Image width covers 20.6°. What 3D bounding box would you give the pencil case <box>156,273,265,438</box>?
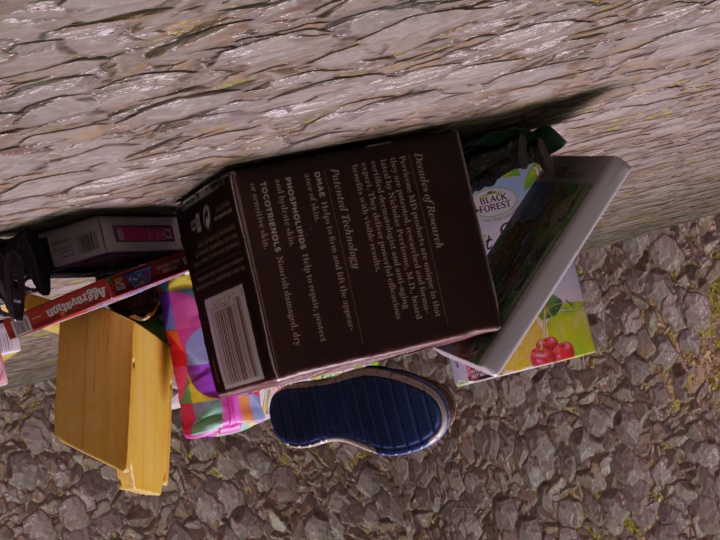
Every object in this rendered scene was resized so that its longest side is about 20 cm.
[{"bbox_3d":[-0.141,0.053,1.819,0.087,0.202,0.088,-11,-175,1],"label":"pencil case"}]

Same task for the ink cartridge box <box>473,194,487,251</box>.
[{"bbox_3d":[0.000,0.000,1.858,0.198,0.148,0.147,-11,175,-24],"label":"ink cartridge box"}]

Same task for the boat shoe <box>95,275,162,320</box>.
[{"bbox_3d":[-0.224,0.019,1.929,0.071,0.069,0.200,-15,177,-1],"label":"boat shoe"}]

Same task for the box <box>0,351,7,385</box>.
[{"bbox_3d":[-0.447,0.085,1.893,0.198,0.096,0.103,-14,176,-4],"label":"box"}]

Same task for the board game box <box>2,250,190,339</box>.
[{"bbox_3d":[-0.199,0.014,1.624,0.102,0.020,0.200,-20,-178,24],"label":"board game box"}]

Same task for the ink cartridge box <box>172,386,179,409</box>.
[{"bbox_3d":[-0.184,0.081,2.385,0.199,0.147,0.083,-16,173,33],"label":"ink cartridge box"}]

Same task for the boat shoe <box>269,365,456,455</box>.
[{"bbox_3d":[0.012,0.107,1.646,0.072,0.073,0.199,-18,-169,-43],"label":"boat shoe"}]

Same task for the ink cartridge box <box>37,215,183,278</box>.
[{"bbox_3d":[-0.212,-0.020,1.683,0.094,0.037,0.200,-16,178,21],"label":"ink cartridge box"}]

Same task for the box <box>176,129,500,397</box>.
[{"bbox_3d":[-0.021,-0.004,1.592,0.198,0.166,0.166,-12,176,-22],"label":"box"}]

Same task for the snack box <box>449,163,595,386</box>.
[{"bbox_3d":[0.143,0.002,1.992,0.141,0.202,0.053,-12,177,-15],"label":"snack box"}]

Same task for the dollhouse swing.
[{"bbox_3d":[-0.270,0.105,1.784,0.174,0.184,0.200,1,172,4],"label":"dollhouse swing"}]

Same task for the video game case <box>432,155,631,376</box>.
[{"bbox_3d":[0.137,-0.009,1.650,0.201,0.022,0.182,-57,-169,-3],"label":"video game case"}]

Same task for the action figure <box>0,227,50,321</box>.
[{"bbox_3d":[-0.346,0.022,1.557,0.198,0.070,0.130,-12,-178,20],"label":"action figure"}]

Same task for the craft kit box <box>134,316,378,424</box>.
[{"bbox_3d":[-0.114,0.074,1.982,0.199,0.049,0.197,23,-157,33],"label":"craft kit box"}]

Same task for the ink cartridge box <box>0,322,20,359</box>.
[{"bbox_3d":[-0.521,0.110,2.390,0.196,0.047,0.200,-13,174,-19],"label":"ink cartridge box"}]

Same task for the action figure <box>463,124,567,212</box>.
[{"bbox_3d":[0.071,-0.074,1.726,0.199,0.055,0.118,-20,162,36],"label":"action figure"}]
